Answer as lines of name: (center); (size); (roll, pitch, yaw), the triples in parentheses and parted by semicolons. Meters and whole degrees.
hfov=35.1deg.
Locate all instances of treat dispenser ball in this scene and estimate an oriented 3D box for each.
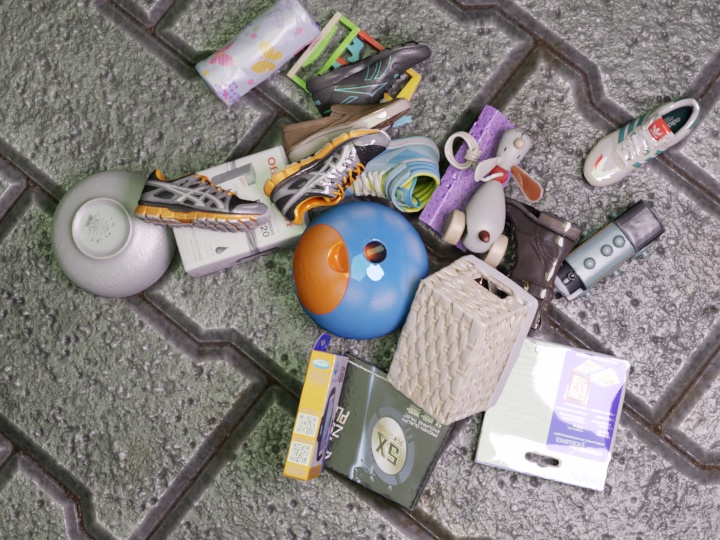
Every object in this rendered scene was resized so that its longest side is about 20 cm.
treat dispenser ball: (0.000, 0.000, 1.653); (0.200, 0.201, 0.202); (0, 85, 5)

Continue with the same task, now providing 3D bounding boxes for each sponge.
sponge: (0.172, -0.136, 1.699); (0.030, 0.111, 0.200); (30, 87, 41)

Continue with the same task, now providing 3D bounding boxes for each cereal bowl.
cereal bowl: (-0.385, -0.059, 1.749); (0.199, 0.083, 0.201); (0, 86, 4)

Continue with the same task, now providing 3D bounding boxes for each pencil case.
pencil case: (-0.159, -0.342, 1.754); (0.200, 0.083, 0.091); (-40, 42, 0)

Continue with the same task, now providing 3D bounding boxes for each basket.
basket: (0.138, 0.102, 1.602); (0.135, 0.123, 0.201); (36, 126, 28)

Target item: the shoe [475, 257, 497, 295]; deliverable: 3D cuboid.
shoe: (0.169, 0.078, 1.706); (0.070, 0.053, 0.201); (6, 85, 5)

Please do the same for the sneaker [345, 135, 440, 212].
sneaker: (0.027, -0.132, 1.694); (0.199, 0.131, 0.080); (-15, 127, 4)

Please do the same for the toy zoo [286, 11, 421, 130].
toy zoo: (0.002, -0.291, 1.769); (0.200, 0.020, 0.131); (38, 89, 6)

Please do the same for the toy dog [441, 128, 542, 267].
toy dog: (0.188, -0.104, 1.609); (0.131, 0.096, 0.201); (2, 93, -10)

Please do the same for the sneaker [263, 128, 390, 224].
sneaker: (-0.040, -0.138, 1.655); (0.199, 0.078, 0.077); (-30, 73, 6)

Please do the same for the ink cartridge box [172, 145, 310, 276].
ink cartridge box: (-0.186, -0.089, 1.735); (0.199, 0.085, 0.146); (-18, 84, 1)

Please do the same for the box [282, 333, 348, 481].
box: (-0.058, 0.190, 1.596); (0.041, 0.119, 0.201); (14, 87, 9)

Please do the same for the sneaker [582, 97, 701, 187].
sneaker: (0.418, -0.197, 1.691); (0.199, 0.093, 0.071); (-32, 83, 1)

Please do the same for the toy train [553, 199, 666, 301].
toy train: (0.358, -0.028, 1.670); (0.200, 0.114, 0.085); (-35, 83, 1)

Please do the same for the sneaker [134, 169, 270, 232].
sneaker: (-0.228, -0.101, 1.654); (0.199, 0.078, 0.078); (7, 79, 5)

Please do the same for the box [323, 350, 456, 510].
box: (0.027, 0.234, 1.688); (0.199, 0.086, 0.164); (27, 88, 6)

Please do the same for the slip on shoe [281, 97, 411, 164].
slip on shoe: (-0.024, -0.222, 1.691); (0.199, 0.076, 0.061); (-23, 89, 16)

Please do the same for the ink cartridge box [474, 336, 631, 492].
ink cartridge box: (0.283, 0.208, 1.690); (0.197, 0.043, 0.201); (13, 84, 6)

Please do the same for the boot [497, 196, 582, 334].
boot: (0.229, -0.007, 1.658); (0.069, 0.200, 0.175); (19, 95, -30)

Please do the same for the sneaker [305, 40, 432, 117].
sneaker: (0.020, -0.290, 1.730); (0.199, 0.075, 0.080); (-20, 98, 9)
